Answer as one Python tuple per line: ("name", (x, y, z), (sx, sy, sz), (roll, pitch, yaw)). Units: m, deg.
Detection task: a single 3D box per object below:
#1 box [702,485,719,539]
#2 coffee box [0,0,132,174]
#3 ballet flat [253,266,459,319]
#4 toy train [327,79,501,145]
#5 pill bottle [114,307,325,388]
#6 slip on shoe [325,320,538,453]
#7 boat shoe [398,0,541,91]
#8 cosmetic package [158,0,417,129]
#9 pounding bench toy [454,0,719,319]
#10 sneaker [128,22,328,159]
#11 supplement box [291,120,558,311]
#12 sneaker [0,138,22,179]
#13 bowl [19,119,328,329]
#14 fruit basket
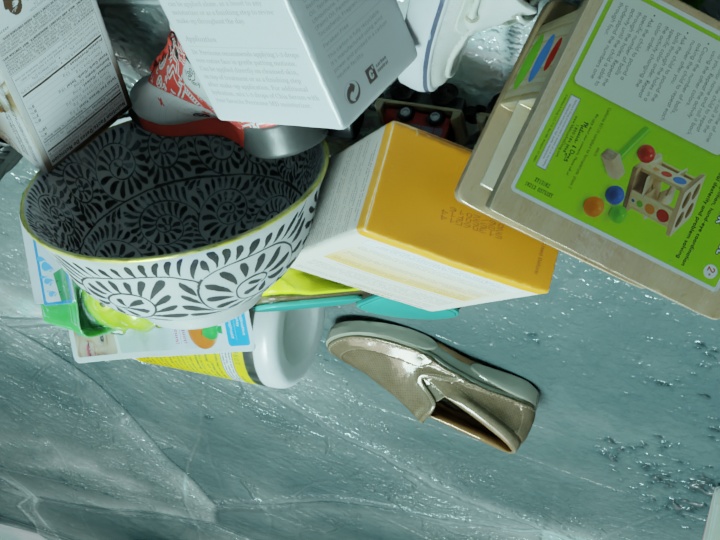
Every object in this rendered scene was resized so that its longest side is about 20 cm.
("box", (0.398, 0.308, 1.255), (0.109, 0.128, 0.200), (3, 148, 30))
("coffee box", (-0.224, -0.166, 0.809), (0.114, 0.080, 0.200), (39, 160, 21))
("ballet flat", (0.000, 0.000, 1.003), (0.200, 0.067, 0.067), (4, 167, -37))
("toy train", (0.042, -0.095, 0.835), (0.199, 0.046, 0.034), (11, 152, 18))
("pill bottle", (-0.140, 0.029, 1.116), (0.199, 0.113, 0.113), (9, 151, 20))
("slip on shoe", (0.060, 0.105, 1.178), (0.200, 0.061, 0.076), (23, 153, -6))
("boat shoe", (0.069, -0.155, 0.685), (0.070, 0.071, 0.200), (22, 147, 3))
("cosmetic package", (-0.059, -0.173, 0.657), (0.101, 0.071, 0.200), (11, 137, 42))
("pounding bench toy", (0.152, -0.098, 0.685), (0.124, 0.200, 0.156), (25, -176, -5))
("sneaker", (-0.097, -0.140, 0.837), (0.201, 0.067, 0.108), (20, 132, 51))
("supplement box", (0.036, -0.029, 0.864), (0.126, 0.074, 0.200), (18, 170, -16))
("sneaker", (-0.285, -0.090, 1.009), (0.071, 0.099, 0.200), (35, 149, -24))
("bowl", (-0.113, -0.023, 0.865), (0.200, 0.201, 0.094), (7, 125, 24))
("fruit basket", (-0.170, -0.023, 0.994), (0.200, 0.186, 0.094), (-4, -174, 44))
